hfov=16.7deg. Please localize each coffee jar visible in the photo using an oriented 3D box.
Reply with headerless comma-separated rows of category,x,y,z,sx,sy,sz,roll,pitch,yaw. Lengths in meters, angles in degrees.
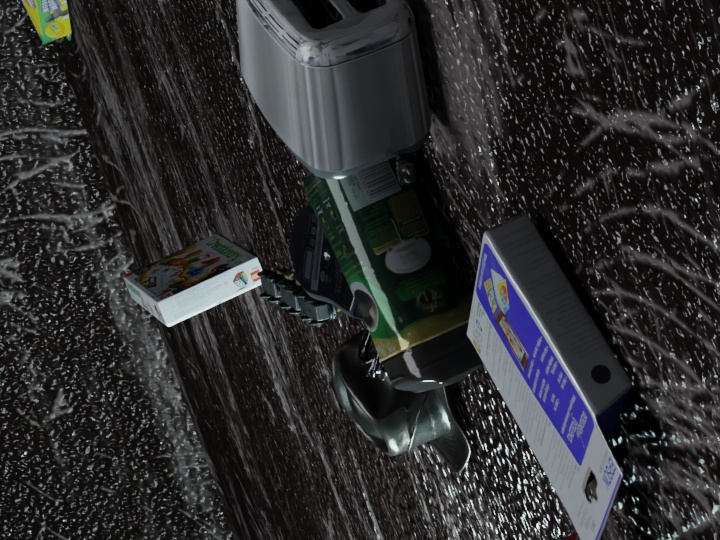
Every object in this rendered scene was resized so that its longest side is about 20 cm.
coffee jar,0.033,-0.002,1.941,0.200,0.085,0.104,67,166,2

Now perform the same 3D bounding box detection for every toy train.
toy train,-0.059,0.023,2.484,0.200,0.046,0.034,-155,54,-68

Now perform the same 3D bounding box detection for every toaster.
toaster,-0.021,-0.162,1.806,0.129,0.113,0.200,82,162,-45

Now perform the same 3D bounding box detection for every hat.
hat,0.022,0.103,2.198,0.201,0.081,0.201,157,90,-79

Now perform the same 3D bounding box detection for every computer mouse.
computer mouse,0.000,0.000,2.141,0.200,0.053,0.139,38,125,57

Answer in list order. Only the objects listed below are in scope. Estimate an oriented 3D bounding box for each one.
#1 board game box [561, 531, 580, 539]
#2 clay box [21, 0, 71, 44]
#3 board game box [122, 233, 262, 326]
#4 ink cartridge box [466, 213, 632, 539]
board game box,0.131,0.356,1.925,0.200,0.199,0.200,62,167,21
clay box,-0.436,-0.391,3.305,0.115,0.048,0.200,62,166,21
board game box,-0.194,0.010,2.839,0.035,0.126,0.200,69,167,-15
ink cartridge box,0.142,0.085,1.738,0.200,0.043,0.198,62,168,20
